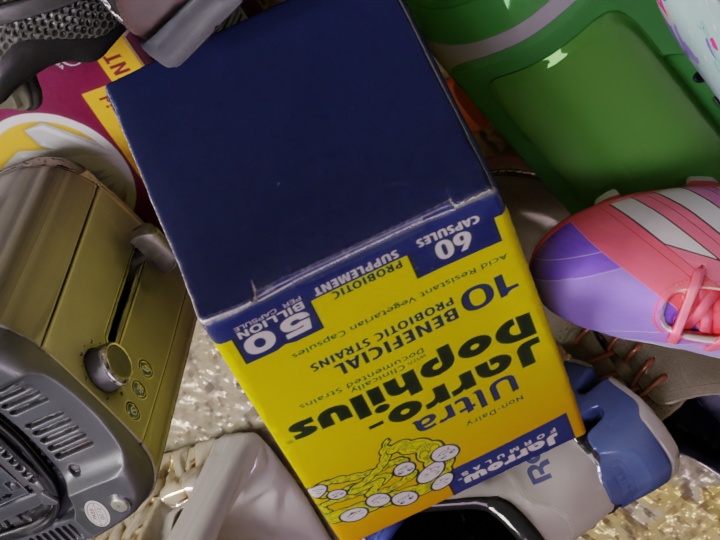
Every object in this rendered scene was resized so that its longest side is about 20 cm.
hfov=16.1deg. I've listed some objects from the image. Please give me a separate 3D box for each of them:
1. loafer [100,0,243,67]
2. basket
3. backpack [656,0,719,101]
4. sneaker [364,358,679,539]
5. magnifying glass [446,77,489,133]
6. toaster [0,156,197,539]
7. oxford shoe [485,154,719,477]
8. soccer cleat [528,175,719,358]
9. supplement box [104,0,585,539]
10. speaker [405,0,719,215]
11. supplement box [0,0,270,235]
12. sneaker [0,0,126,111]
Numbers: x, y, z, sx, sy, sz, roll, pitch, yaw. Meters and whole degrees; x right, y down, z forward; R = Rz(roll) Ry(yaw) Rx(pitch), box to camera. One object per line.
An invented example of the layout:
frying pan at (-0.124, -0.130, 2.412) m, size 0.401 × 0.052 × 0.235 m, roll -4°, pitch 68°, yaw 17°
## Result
loafer at (-0.032, -0.140, 0.800) m, size 0.063 × 0.072 × 0.200 m, roll 36°, pitch 133°, yaw -10°
basket at (-0.076, 0.197, 1.240) m, size 0.123 × 0.136 × 0.200 m, roll -12°, pitch 125°, yaw 29°
backpack at (0.183, -0.103, 0.861) m, size 0.150 × 0.178 × 0.200 m, roll -31°, pitch 114°, yaw -2°
sneaker at (0.026, 0.083, 1.078) m, size 0.199 × 0.115 × 0.081 m, roll 14°, pitch 139°, yaw 48°
magnifying glass at (-0.028, -0.035, 1.103) m, size 0.200 × 0.022 × 0.080 m, roll -25°, pitch 118°, yaw 36°
toaster at (-0.153, 0.044, 0.998) m, size 0.200 × 0.129 × 0.114 m, roll -26°, pitch 120°, yaw 34°
oxford shoe at (0.119, 0.025, 1.065) m, size 0.200 × 0.074 × 0.071 m, roll 32°, pitch 132°, yaw -10°
soccer cleat at (0.162, 0.016, 0.940) m, size 0.200 × 0.077 × 0.067 m, roll 7°, pitch 130°, yaw -14°
supplement box at (0.000, 0.000, 0.934) m, size 0.109 × 0.110 × 0.200 m, roll -25°, pitch 150°, yaw 1°
speaker at (0.099, -0.064, 0.969) m, size 0.088 × 0.089 × 0.200 m, roll -18°, pitch 133°, yaw 31°
supplement box at (-0.134, -0.062, 1.056) m, size 0.200 × 0.103 × 0.131 m, roll -16°, pitch 124°, yaw 30°
sneaker at (-0.169, -0.112, 0.903) m, size 0.199 × 0.076 × 0.114 m, roll 6°, pitch 112°, yaw -13°
